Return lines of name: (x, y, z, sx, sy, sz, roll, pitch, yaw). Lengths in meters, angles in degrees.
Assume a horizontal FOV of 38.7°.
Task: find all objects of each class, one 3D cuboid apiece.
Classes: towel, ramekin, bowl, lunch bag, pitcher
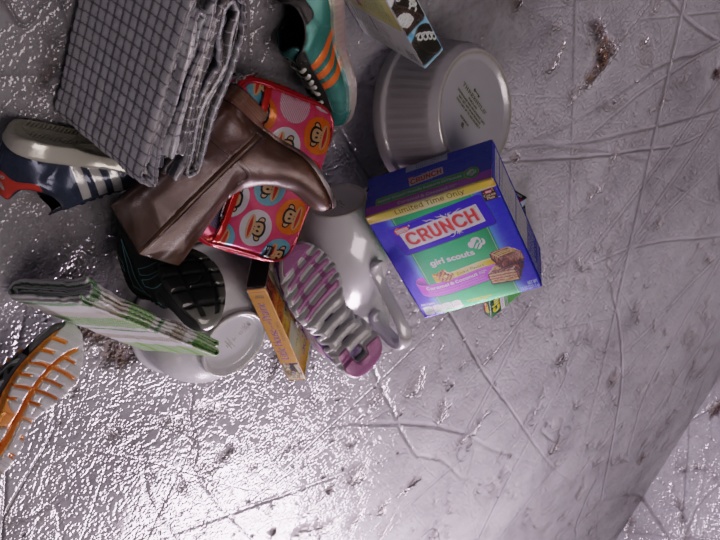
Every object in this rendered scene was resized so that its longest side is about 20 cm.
towel: (-0.270, 0.051, 1.136, 0.199, 0.148, 0.031, 30, 69, -47)
ramekin: (0.113, -0.203, 1.320, 0.201, 0.094, 0.205, -9, 102, -46)
bowl: (-0.183, 0.070, 1.297, 0.200, 0.090, 0.203, -28, 139, -28)
lunch bag: (-0.133, -0.121, 1.173, 0.175, 0.082, 0.202, 16, 94, -41)
towel: (-0.199, -0.202, 0.988, 0.085, 0.165, 0.202, -10, 128, -49)
pitcher: (0.000, 0.000, 1.339, 0.121, 0.171, 0.202, -33, 131, -29)

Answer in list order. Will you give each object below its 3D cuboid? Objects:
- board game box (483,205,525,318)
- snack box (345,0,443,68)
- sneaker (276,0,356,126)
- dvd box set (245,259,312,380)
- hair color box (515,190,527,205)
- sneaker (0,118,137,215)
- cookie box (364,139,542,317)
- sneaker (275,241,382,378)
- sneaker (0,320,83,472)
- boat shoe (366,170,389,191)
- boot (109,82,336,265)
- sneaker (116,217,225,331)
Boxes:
board game box: (0.244, -0.015, 1.743, 0.104, 0.023, 0.201, -38, 141, -21)
snack box: (0.013, -0.321, 1.154, 0.037, 0.116, 0.200, -47, 144, -5)
sneaker: (-0.058, -0.249, 1.185, 0.079, 0.071, 0.202, -28, 133, -21)
dvd box set: (-0.097, 0.027, 1.329, 0.201, 0.029, 0.148, 72, 20, -48)
hair color box: (0.159, -0.088, 1.467, 0.200, 0.098, 0.061, -30, 149, -61)
sneaker: (-0.286, -0.096, 1.066, 0.199, 0.075, 0.085, 9, 118, -43)
cookie box: (0.121, -0.047, 1.296, 0.169, 0.076, 0.201, -16, 132, 19)
sneaker: (-0.055, 0.048, 1.296, 0.080, 0.088, 0.201, -41, 119, -18)
sneaker: (-0.389, 0.134, 1.144, 0.201, 0.077, 0.078, -52, 144, -5)
boat shoe: (0.066, -0.114, 1.429, 0.201, 0.072, 0.065, -55, 143, -4)
boot: (-0.144, -0.066, 1.087, 0.186, 0.064, 0.201, 45, 73, -20)
sneaker: (-0.211, 0.004, 1.123, 0.075, 0.200, 0.080, -5, 133, -39)
